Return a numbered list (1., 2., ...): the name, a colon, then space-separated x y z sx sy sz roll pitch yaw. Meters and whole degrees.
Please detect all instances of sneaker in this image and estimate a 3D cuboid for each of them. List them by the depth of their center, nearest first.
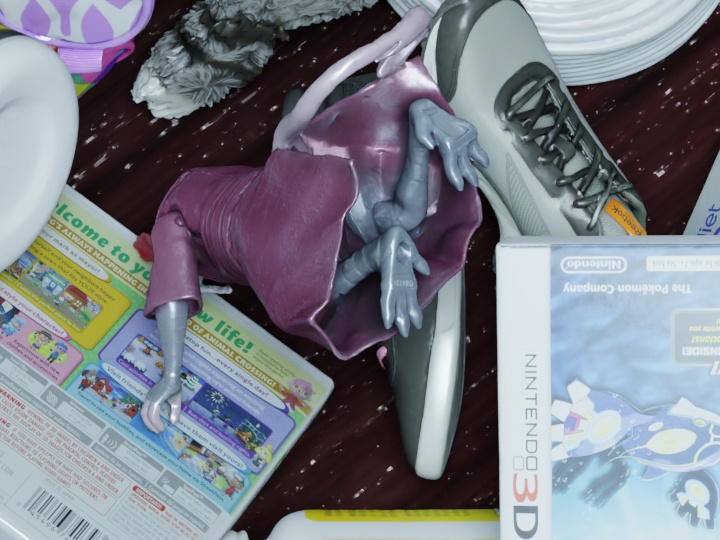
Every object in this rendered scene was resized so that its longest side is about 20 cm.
1. sneaker: 0.090 -0.046 1.228 0.074 0.079 0.201 -41 119 -32
2. sneaker: 0.000 0.000 1.266 0.099 0.071 0.201 -1 78 2

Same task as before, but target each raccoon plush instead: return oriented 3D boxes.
1. raccoon plush: -0.057 -0.180 1.254 0.199 0.097 0.135 -30 57 29

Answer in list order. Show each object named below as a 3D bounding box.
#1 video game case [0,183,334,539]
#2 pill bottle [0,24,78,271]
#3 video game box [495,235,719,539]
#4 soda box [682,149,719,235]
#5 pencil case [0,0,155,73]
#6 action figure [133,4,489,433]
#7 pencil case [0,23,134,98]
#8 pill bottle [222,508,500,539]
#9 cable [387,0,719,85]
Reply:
1. video game case: -0.133 0.049 1.195 0.200 0.022 0.182 36 45 3
2. pill bottle: -0.232 -0.078 1.179 0.199 0.112 0.112 23 80 24
3. video game box: 0.155 0.077 1.118 0.199 0.047 0.183 -1 96 9
4. soda box: 0.196 -0.009 1.264 0.063 0.068 0.201 30 79 -31
5. pencil case: -0.115 -0.187 1.234 0.083 0.086 0.201 0 52 15
6. action figure: -0.045 -0.020 1.164 0.134 0.199 0.150 -33 111 -35
7. pencil case: -0.189 -0.163 1.272 0.088 0.088 0.201 -31 85 -7
8. pill bottle: 0.015 0.165 1.213 0.199 0.114 0.115 0 81 -2
9. cable: 0.094 -0.192 1.297 0.199 0.069 0.201 23 80 1
